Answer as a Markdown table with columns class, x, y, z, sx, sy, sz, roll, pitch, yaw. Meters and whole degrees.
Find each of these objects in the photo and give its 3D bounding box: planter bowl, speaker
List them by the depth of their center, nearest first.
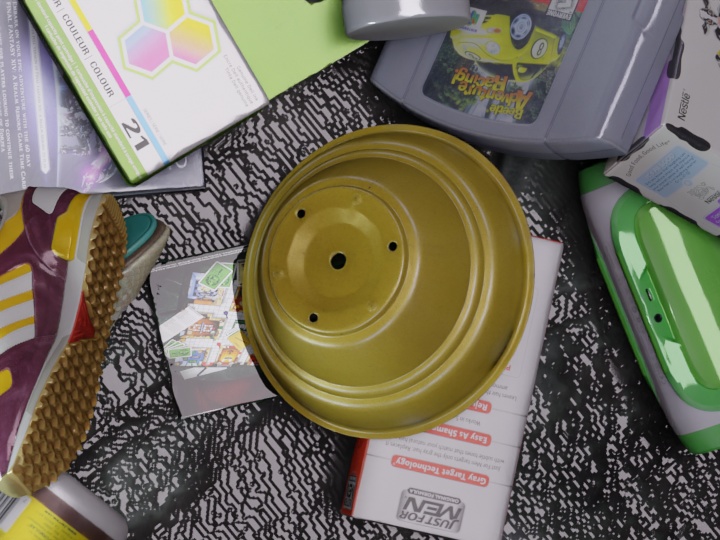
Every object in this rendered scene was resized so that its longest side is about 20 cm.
| class | x | y | z | sx | sy | sz | roll | pitch | yaw |
| --- | --- | --- | --- | --- | --- | --- | --- | --- | --- |
| planter bowl | 0.000 | 0.000 | 1.556 | 0.200 | 0.083 | 0.201 | -4 | 79 | 23 |
| speaker | 0.212 | 0.015 | 1.655 | 0.088 | 0.088 | 0.201 | -22 | 90 | -9 |

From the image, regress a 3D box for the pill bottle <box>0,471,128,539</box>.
| class | x | y | z | sx | sy | sz | roll | pitch | yaw |
| --- | --- | --- | --- | --- | --- | --- | --- | --- | --- |
| pill bottle | -0.242 | 0.206 | 1.562 | 0.109 | 0.109 | 0.200 | 38 | 82 | -4 |

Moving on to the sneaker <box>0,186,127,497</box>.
| class | x | y | z | sx | sy | sz | roll | pitch | yaw |
| --- | --- | --- | --- | --- | --- | --- | --- | --- | --- |
| sneaker | -0.206 | 0.043 | 1.535 | 0.090 | 0.075 | 0.200 | 5 | 62 | 18 |

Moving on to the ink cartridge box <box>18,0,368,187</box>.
| class | x | y | z | sx | sy | sz | roll | pitch | yaw |
| --- | --- | --- | --- | --- | --- | --- | --- | --- | --- |
| ink cartridge box | -0.098 | -0.166 | 1.600 | 0.200 | 0.076 | 0.148 | -31 | 94 | -5 |

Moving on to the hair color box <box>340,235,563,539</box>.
| class | x | y | z | sx | sy | sz | roll | pitch | yaw |
| --- | --- | --- | --- | --- | --- | --- | --- | --- | --- |
| hair color box | 0.058 | 0.070 | 1.620 | 0.101 | 0.061 | 0.201 | 14 | 85 | -8 |

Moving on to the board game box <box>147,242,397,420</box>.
| class | x | y | z | sx | sy | sz | roll | pitch | yaw |
| --- | --- | --- | --- | --- | --- | --- | --- | --- | --- |
| board game box | -0.033 | 0.026 | 1.649 | 0.199 | 0.023 | 0.105 | -12 | 87 | -9 |

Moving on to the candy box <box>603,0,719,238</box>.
| class | x | y | z | sx | sy | sz | roll | pitch | yaw |
| --- | --- | --- | --- | --- | --- | --- | --- | --- | --- |
| candy box | 0.269 | -0.096 | 1.629 | 0.200 | 0.072 | 0.168 | 27 | 54 | -16 |

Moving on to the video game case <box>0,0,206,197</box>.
| class | x | y | z | sx | sy | sz | roll | pitch | yaw |
| --- | --- | --- | --- | --- | --- | --- | --- | --- | --- |
| video game case | -0.205 | -0.115 | 1.634 | 0.199 | 0.019 | 0.143 | -5 | 87 | -10 |

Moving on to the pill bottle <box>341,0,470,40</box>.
| class | x | y | z | sx | sy | sz | roll | pitch | yaw |
| --- | --- | --- | --- | --- | --- | --- | --- | --- | --- |
| pill bottle | 0.018 | -0.251 | 1.599 | 0.112 | 0.112 | 0.201 | -6 | 86 | -9 |

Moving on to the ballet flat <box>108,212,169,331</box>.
| class | x | y | z | sx | sy | sz | roll | pitch | yaw |
| --- | --- | --- | --- | --- | --- | --- | --- | --- | --- |
| ballet flat | -0.201 | 0.036 | 1.613 | 0.200 | 0.067 | 0.062 | -31 | 119 | -6 |

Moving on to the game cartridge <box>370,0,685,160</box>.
| class | x | y | z | sx | sy | sz | roll | pitch | yaw |
| --- | --- | --- | --- | --- | --- | --- | --- | --- | --- |
| game cartridge | 0.101 | -0.141 | 1.609 | 0.041 | 0.200 | 0.133 | 26 | 83 | -51 |
